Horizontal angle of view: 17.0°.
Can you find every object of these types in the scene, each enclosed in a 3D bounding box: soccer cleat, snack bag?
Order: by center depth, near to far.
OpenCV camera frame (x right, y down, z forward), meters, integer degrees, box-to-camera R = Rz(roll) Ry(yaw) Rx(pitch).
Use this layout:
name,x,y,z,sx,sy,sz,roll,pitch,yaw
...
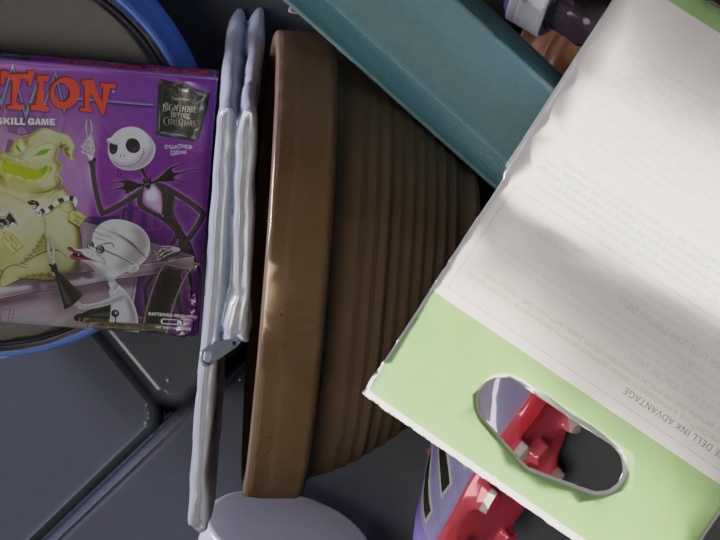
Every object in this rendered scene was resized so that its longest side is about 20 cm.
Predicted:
name,x,y,z,sx,sy,sz,roll,pitch,yaw
snack bag,-0.059,-0.003,1.077,0.021,0.189,0.200,5,108,-4
soccer cleat,0.064,0.047,1.096,0.076,0.067,0.200,38,118,30

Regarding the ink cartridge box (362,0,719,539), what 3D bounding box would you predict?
name,x,y,z,sx,sy,sz,roll,pitch,yaw
ink cartridge box,0.115,0.003,0.925,0.145,0.048,0.200,34,98,11

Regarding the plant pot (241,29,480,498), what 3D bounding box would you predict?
name,x,y,z,sx,sy,sz,roll,pitch,yaw
plant pot,0.000,0.000,1.033,0.093,0.201,0.201,4,108,-3

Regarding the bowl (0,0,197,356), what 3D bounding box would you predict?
name,x,y,z,sx,sy,sz,roll,pitch,yaw
bowl,-0.167,-0.055,1.085,0.200,0.039,0.201,-1,105,-4

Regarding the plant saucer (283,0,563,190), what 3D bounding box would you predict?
name,x,y,z,sx,sy,sz,roll,pitch,yaw
plant saucer,0.014,-0.105,0.958,0.200,0.019,0.070,41,143,-23

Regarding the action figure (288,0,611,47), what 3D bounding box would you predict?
name,x,y,z,sx,sy,sz,roll,pitch,yaw
action figure,0.018,-0.151,0.981,0.200,0.069,0.130,24,124,15

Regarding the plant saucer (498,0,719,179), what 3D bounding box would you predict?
name,x,y,z,sx,sy,sz,roll,pitch,yaw
plant saucer,0.154,-0.057,1.002,0.200,0.032,0.200,0,90,17

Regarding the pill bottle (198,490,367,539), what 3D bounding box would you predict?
name,x,y,z,sx,sy,sz,roll,pitch,yaw
pill bottle,-0.058,0.212,1.171,0.111,0.111,0.200,23,114,18

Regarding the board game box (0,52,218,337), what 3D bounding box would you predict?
name,x,y,z,sx,sy,sz,roll,pitch,yaw
board game box,-0.166,-0.037,1.056,0.200,0.032,0.120,4,100,-4
